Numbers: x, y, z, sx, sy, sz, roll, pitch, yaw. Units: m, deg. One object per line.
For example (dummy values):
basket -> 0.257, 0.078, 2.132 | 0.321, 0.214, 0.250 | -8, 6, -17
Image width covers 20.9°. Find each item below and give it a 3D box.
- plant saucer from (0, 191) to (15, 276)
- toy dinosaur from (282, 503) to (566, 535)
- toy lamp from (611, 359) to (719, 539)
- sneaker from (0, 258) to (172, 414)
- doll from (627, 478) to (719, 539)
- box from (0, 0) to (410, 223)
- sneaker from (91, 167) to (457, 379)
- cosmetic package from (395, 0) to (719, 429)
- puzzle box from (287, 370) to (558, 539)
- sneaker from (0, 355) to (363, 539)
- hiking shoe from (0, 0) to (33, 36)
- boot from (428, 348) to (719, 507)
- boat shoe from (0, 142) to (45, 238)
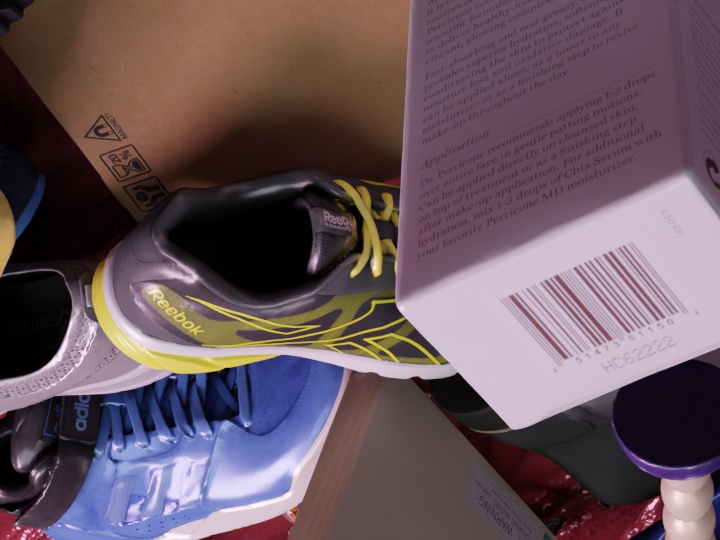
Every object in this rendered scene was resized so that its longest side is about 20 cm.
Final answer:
plant saucer -> -0.234, -0.013, 0.729 | 0.200, 0.048, 0.201 | 44, 132, 13
toy dinosaur -> 0.017, 0.137, 0.935 | 0.135, 0.103, 0.201 | 21, 154, 16
toy lamp -> 0.136, 0.120, 0.795 | 0.058, 0.059, 0.201 | -5, 139, 10
sneaker -> -0.172, 0.029, 0.815 | 0.198, 0.075, 0.082 | -20, 162, 18
doll -> 0.203, 0.092, 0.871 | 0.199, 0.049, 0.136 | -37, 145, 18
box -> -0.055, -0.098, 0.729 | 0.162, 0.021, 0.201 | -17, 132, 21
sneaker -> 0.000, 0.000, 0.748 | 0.198, 0.075, 0.085 | -7, 163, -17
cosmetic package -> 0.072, -0.059, 0.630 | 0.101, 0.201, 0.071 | -24, 130, 27
puzzle box -> 0.043, 0.152, 0.817 | 0.025, 0.134, 0.200 | -16, 128, 38
sneaker -> -0.093, 0.067, 0.862 | 0.111, 0.077, 0.199 | 27, 139, -35
hiking shoe -> -0.149, -0.168, 0.622 | 0.100, 0.076, 0.202 | 21, 121, 14
boot -> 0.147, 0.033, 0.826 | 0.199, 0.078, 0.138 | -21, 141, 31
boat shoe -> -0.219, -0.008, 0.793 | 0.199, 0.085, 0.069 | -24, 121, 25
